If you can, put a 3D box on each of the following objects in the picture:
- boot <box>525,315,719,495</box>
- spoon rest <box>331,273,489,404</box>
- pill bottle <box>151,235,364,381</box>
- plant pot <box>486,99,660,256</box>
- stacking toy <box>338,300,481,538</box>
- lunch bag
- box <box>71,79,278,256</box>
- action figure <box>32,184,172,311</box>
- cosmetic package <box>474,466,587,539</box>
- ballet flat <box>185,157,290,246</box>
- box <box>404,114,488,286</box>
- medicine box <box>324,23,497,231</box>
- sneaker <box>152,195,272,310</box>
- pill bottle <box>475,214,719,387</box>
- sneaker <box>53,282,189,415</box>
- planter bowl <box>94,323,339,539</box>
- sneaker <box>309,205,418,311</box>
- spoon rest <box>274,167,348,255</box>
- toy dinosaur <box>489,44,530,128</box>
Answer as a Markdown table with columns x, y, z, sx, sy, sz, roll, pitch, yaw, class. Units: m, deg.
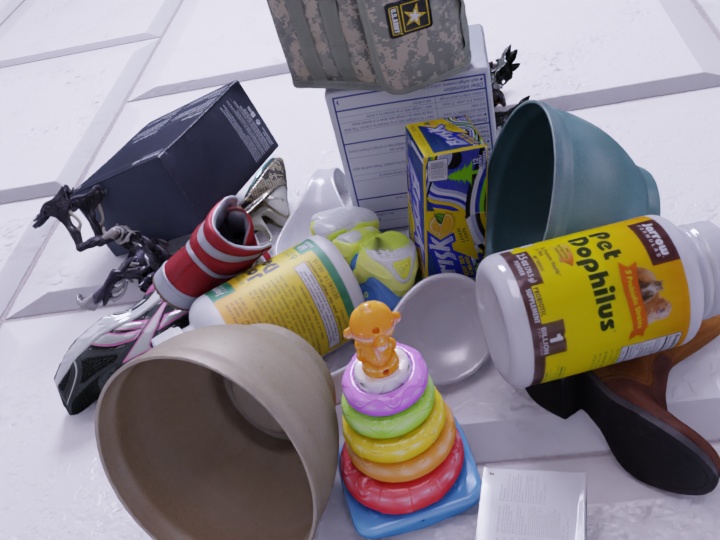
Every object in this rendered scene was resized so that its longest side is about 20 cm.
| x | y | z | sx | sy | sz | roll | pitch | yaw | class |
| --- | --- | --- | --- | --- | --- | --- | --- | --- | --- |
| 0.271 | 0.088 | 0.716 | 0.198 | 0.070 | 0.187 | -28 | 31 | -28 | boot |
| 0.036 | 0.076 | 0.765 | 0.197 | 0.101 | 0.061 | -26 | 8 | -2 | spoon rest |
| -0.100 | 0.058 | 0.817 | 0.197 | 0.114 | 0.113 | -29 | 39 | -17 | pill bottle |
| 0.207 | -0.053 | 0.808 | 0.131 | 0.203 | 0.202 | 8 | 36 | -10 | plant pot |
| 0.022 | 0.102 | 0.647 | 0.114 | 0.203 | 0.111 | -17 | 37 | -2 | stacking toy |
| 0.011 | -0.272 | 0.821 | 0.196 | 0.166 | 0.119 | 8 | 50 | 25 | lunch bag |
| -0.238 | -0.128 | 1.058 | 0.197 | 0.105 | 0.183 | -12 | 31 | 40 | box |
| -0.285 | -0.010 | 0.977 | 0.199 | 0.103 | 0.119 | 41 | 21 | 5 | action figure |
| 0.116 | 0.235 | 0.572 | 0.081 | 0.051 | 0.202 | 1 | 40 | 16 | cosmetic package |
| -0.134 | -0.060 | 1.027 | 0.074 | 0.069 | 0.201 | 29 | 56 | 16 | ballet flat |
| 0.083 | -0.042 | 0.802 | 0.063 | 0.203 | 0.071 | -10 | 36 | -8 | box |
| 0.068 | -0.158 | 0.957 | 0.178 | 0.203 | 0.104 | -7 | 42 | 10 | medicine box |
| -0.126 | -0.023 | 0.879 | 0.112 | 0.072 | 0.199 | -45 | -9 | 22 | sneaker |
| 0.201 | 0.020 | 0.675 | 0.195 | 0.111 | 0.110 | -14 | 37 | -6 | pill bottle |
| -0.226 | 0.083 | 0.863 | 0.086 | 0.081 | 0.200 | 41 | 73 | 19 | sneaker |
| -0.097 | 0.128 | 0.678 | 0.196 | 0.205 | 0.135 | 4 | 25 | 23 | planter bowl |
| 0.000 | 0.000 | 0.872 | 0.074 | 0.107 | 0.200 | -13 | 22 | -17 | sneaker |
| -0.048 | -0.064 | 0.997 | 0.097 | 0.062 | 0.202 | -6 | 38 | 12 | spoon rest |
| 0.160 | -0.231 | 1.134 | 0.134 | 0.102 | 0.203 | -4 | 55 | 39 | toy dinosaur |
